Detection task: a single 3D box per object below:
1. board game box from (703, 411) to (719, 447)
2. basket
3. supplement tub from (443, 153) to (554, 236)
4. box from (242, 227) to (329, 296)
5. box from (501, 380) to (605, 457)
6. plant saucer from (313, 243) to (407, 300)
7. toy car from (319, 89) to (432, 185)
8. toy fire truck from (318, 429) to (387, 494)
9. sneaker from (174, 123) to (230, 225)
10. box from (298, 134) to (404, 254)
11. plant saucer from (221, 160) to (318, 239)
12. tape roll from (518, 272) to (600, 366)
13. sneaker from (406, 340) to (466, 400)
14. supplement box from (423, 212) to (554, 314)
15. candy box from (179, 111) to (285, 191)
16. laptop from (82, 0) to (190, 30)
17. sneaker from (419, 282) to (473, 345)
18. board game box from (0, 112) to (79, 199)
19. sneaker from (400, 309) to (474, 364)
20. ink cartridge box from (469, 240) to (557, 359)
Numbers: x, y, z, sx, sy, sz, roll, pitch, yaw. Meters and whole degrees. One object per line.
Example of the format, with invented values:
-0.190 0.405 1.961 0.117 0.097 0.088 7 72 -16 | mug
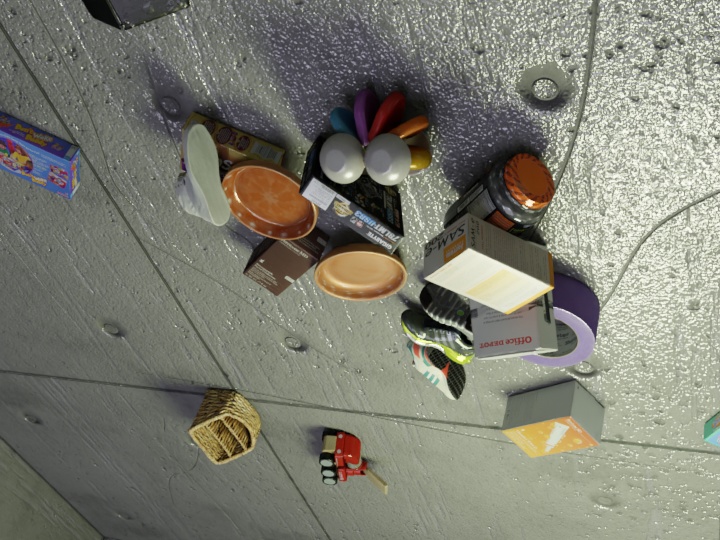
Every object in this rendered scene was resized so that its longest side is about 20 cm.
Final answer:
0.861 0.351 1.836 0.196 0.046 0.153 22 143 -1 | board game box
-0.384 0.464 2.508 0.140 0.151 0.202 1 138 25 | basket
0.243 -0.110 1.513 0.121 0.124 0.200 31 142 -13 | supplement tub
-0.163 -0.032 1.855 0.099 0.076 0.200 33 140 -15 | box
0.446 0.347 1.994 0.124 0.099 0.198 41 139 -24 | box
0.000 0.000 1.803 0.195 0.038 0.202 -1 149 0 | plant saucer
0.027 -0.231 1.468 0.196 0.175 0.154 4 106 22 | toy car
-0.016 0.560 2.480 0.195 0.131 0.178 2 140 5 | toy fire truck
-0.324 -0.187 1.649 0.114 0.073 0.204 17 128 40 | sneaker
-0.012 -0.139 1.547 0.197 0.201 0.050 34 114 -17 | box
-0.174 -0.139 1.673 0.196 0.033 0.202 13 142 10 | plant saucer
0.380 0.101 1.737 0.196 0.086 0.202 14 141 11 | tape roll
0.176 0.225 2.019 0.092 0.071 0.201 11 147 44 | sneaker
0.222 -0.009 1.489 0.197 0.075 0.126 23 144 -27 | supplement box
-0.253 -0.218 1.684 0.196 0.057 0.117 21 143 -2 | candy box
-0.409 -0.510 1.442 0.196 0.105 0.179 -18 134 6 | laptop
0.210 0.108 1.801 0.199 0.075 0.116 34 167 39 | sneaker
-0.715 -0.250 1.882 0.197 0.045 0.135 24 143 -3 | board game box
0.180 0.131 1.896 0.197 0.075 0.081 24 134 -13 | sneaker
0.285 0.061 1.631 0.142 0.205 0.083 -13 165 37 | ink cartridge box
